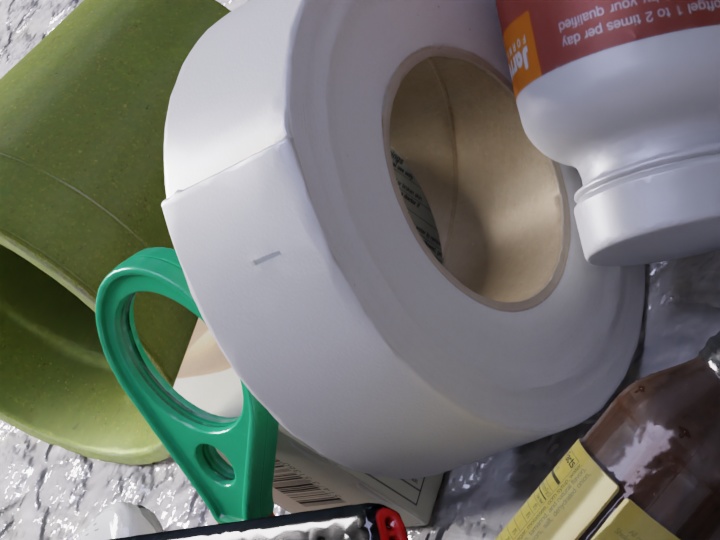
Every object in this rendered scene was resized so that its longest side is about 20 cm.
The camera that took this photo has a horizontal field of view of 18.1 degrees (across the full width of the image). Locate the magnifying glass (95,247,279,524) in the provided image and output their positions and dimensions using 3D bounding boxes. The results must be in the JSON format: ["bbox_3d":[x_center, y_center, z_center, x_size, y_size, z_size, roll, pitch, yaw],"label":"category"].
[{"bbox_3d":[-0.051,0.079,0.886,0.079,0.201,0.022,9,36,40],"label":"magnifying glass"}]

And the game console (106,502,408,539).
[{"bbox_3d":[-0.047,0.186,0.866,0.200,0.031,0.178,-14,73,46],"label":"game console"}]

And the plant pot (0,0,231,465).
[{"bbox_3d":[-0.126,-0.039,1.114,0.200,0.200,0.190,-7,43,50],"label":"plant pot"}]

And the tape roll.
[{"bbox_3d":[0.021,-0.025,0.864,0.071,0.202,0.203,-23,45,40],"label":"tape roll"}]

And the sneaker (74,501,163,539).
[{"bbox_3d":[-0.162,0.185,1.026,0.200,0.087,0.075,-52,30,3],"label":"sneaker"}]

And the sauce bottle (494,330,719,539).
[{"bbox_3d":[0.091,0.081,0.734,0.200,0.065,0.065,-50,33,8],"label":"sauce bottle"}]

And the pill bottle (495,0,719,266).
[{"bbox_3d":[0.106,-0.108,0.854,0.112,0.112,0.201,-20,76,43],"label":"pill bottle"}]

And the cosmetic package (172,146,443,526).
[{"bbox_3d":[0.000,0.000,0.962,0.071,0.105,0.201,-12,51,48],"label":"cosmetic package"}]
